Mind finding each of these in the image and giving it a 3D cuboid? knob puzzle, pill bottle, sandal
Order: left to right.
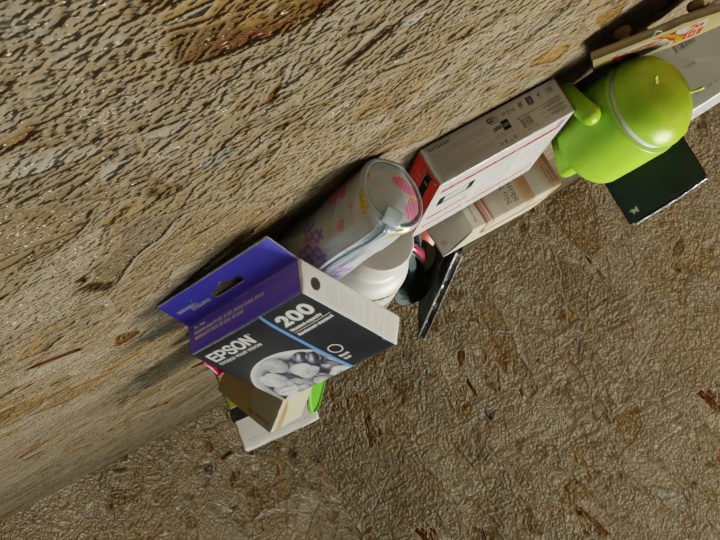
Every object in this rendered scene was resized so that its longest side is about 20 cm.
[{"bbox_3d":[0.000,0.000,1.234,0.115,0.117,0.201,-28,164,-24],"label":"pill bottle"},{"bbox_3d":[0.063,-0.014,1.321,0.074,0.045,0.202,-20,134,0],"label":"sandal"},{"bbox_3d":[0.356,-0.280,1.051,0.216,0.031,0.220,-19,-179,0],"label":"knob puzzle"}]

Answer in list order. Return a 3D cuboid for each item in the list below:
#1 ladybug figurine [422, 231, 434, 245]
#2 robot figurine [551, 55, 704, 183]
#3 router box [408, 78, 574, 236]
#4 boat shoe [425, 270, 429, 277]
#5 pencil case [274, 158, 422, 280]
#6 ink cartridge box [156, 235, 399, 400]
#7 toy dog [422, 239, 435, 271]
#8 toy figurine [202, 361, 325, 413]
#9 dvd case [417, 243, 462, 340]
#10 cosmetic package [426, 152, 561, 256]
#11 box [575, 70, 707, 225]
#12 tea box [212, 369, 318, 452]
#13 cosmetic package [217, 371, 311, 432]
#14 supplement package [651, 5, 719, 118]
[{"bbox_3d":[0.126,-0.064,1.629,0.135,0.073,0.199,-33,174,28],"label":"ladybug figurine"},{"bbox_3d":[0.321,-0.183,1.135,0.172,0.118,0.199,3,160,-28],"label":"robot figurine"},{"bbox_3d":[0.146,-0.135,1.142,0.198,0.049,0.180,-30,169,-16],"label":"router box"},{"bbox_3d":[0.073,-0.008,1.506,0.074,0.061,0.200,-60,-157,-2],"label":"boat shoe"},{"bbox_3d":[-0.022,-0.037,0.988,0.199,0.083,0.091,-37,-161,41],"label":"pencil case"},{"bbox_3d":[-0.093,0.061,1.011,0.199,0.044,0.197,32,135,-33],"label":"ink cartridge box"},{"bbox_3d":[0.016,-0.012,1.411,0.197,0.133,0.097,-26,-143,8],"label":"toy dog"},{"bbox_3d":[-0.147,0.123,1.344,0.180,0.154,0.200,7,-179,6],"label":"toy figurine"},{"bbox_3d":[0.121,-0.007,1.415,0.201,0.016,0.151,-79,-170,-63],"label":"dvd case"},{"bbox_3d":[0.178,-0.113,1.313,0.198,0.104,0.087,-29,172,-35],"label":"cosmetic package"},{"bbox_3d":[0.384,-0.180,1.309,0.123,0.202,0.196,-33,174,19],"label":"box"},{"bbox_3d":[-0.166,0.182,1.539,0.131,0.200,0.200,-21,172,-9],"label":"tea box"},{"bbox_3d":[-0.100,0.090,1.173,0.071,0.104,0.203,-19,136,-56],"label":"cosmetic package"},{"bbox_3d":[0.492,-0.295,1.346,0.113,0.111,0.199,-32,174,22],"label":"supplement package"}]
